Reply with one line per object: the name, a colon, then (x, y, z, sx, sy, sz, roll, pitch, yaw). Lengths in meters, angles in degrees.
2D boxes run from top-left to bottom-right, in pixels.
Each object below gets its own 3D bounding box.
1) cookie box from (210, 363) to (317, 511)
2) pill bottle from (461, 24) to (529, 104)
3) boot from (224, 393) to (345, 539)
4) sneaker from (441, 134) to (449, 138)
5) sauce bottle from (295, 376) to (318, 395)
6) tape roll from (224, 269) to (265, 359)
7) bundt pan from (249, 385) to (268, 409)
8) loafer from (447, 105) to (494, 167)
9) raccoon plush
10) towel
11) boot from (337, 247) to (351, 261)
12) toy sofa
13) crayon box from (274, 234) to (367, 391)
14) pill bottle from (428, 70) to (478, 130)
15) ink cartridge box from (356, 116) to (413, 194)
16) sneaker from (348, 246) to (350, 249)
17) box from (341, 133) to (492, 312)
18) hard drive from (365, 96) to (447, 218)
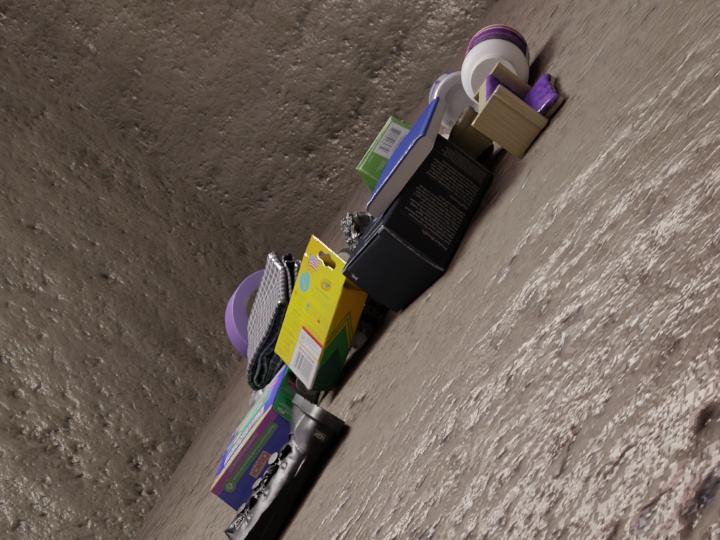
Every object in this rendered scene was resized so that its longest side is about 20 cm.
cookie box: (-0.147, 0.260, 1.512, 0.172, 0.075, 0.200, -53, 7, 14)
pill bottle: (0.227, -0.340, 1.608, 0.113, 0.112, 0.200, -52, 7, 25)
boot: (-0.102, 0.265, 1.244, 0.202, 0.065, 0.165, -61, 5, -8)
sneaker: (0.129, -0.170, 1.692, 0.201, 0.075, 0.081, -58, 16, -21)
sauce bottle: (-0.060, 0.132, 1.582, 0.065, 0.064, 0.201, -51, 9, 30)
tape roll: (-0.198, 0.104, 2.144, 0.201, 0.199, 0.085, -58, 8, -24)
bundt pan: (-0.140, 0.198, 1.785, 0.203, 0.075, 0.202, -54, 7, 10)
loafer: (0.162, -0.170, 1.458, 0.076, 0.068, 0.200, -55, -10, -17)
raccoon plush: (0.000, 0.000, 1.464, 0.201, 0.133, 0.097, -59, 9, -34)
towel: (-0.141, 0.084, 1.640, 0.166, 0.085, 0.202, -97, 26, -59)
boot: (-0.036, 0.031, 1.620, 0.130, 0.068, 0.200, -41, 18, -14)
toy sofa: (0.213, -0.236, 1.322, 0.098, 0.082, 0.200, -54, 6, 21)
crayon box: (-0.056, 0.063, 1.448, 0.127, 0.050, 0.202, 40, 117, 50)
pill bottle: (0.188, -0.326, 1.843, 0.113, 0.112, 0.200, -54, 6, 10)
ink cartridge box: (0.068, -0.153, 1.568, 0.104, 0.059, 0.200, -57, -24, -9)
sneaker: (0.022, -0.029, 1.699, 0.111, 0.077, 0.200, -47, 5, 19)
box: (0.079, -0.066, 1.351, 0.201, 0.104, 0.148, -60, 8, -33)
hard drive: (0.067, -0.163, 1.346, 0.132, 0.025, 0.200, -52, 7, 25)
